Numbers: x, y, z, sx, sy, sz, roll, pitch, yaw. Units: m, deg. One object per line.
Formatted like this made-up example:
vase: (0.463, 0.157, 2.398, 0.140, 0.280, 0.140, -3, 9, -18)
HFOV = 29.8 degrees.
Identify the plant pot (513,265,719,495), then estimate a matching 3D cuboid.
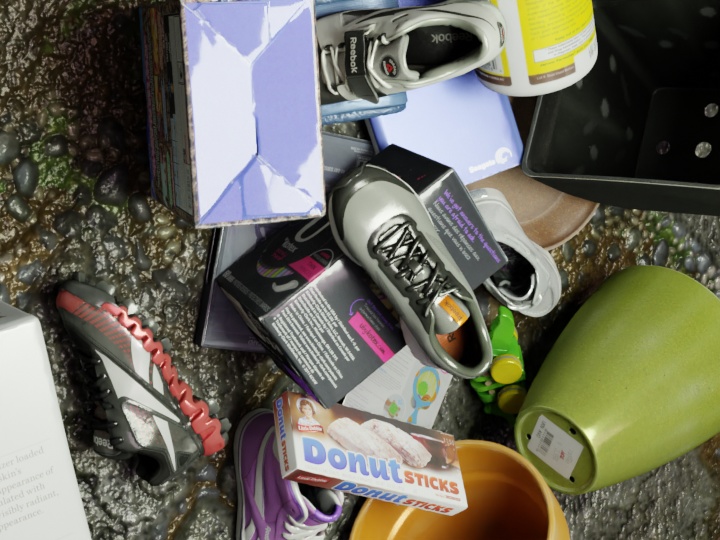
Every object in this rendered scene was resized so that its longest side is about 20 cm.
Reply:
plant pot: (0.239, 0.121, 1.281, 0.200, 0.187, 0.188, -33, 114, -38)

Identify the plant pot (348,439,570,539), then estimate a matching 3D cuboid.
plant pot: (0.115, 0.290, 1.260, 0.200, 0.200, 0.183, -51, 135, -16)

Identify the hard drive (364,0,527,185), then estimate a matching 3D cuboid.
hard drive: (0.060, -0.170, 1.211, 0.132, 0.025, 0.201, -22, 101, -15)

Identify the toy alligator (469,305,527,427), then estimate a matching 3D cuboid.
toy alligator: (0.136, 0.116, 1.319, 0.054, 0.059, 0.200, -10, 129, 8)

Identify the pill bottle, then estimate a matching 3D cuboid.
pill bottle: (0.133, -0.255, 1.128, 0.109, 0.109, 0.200, -33, 128, -25)

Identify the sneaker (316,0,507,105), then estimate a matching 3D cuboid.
sneaker: (0.015, -0.173, 1.078, 0.199, 0.089, 0.074, -13, 105, 13)

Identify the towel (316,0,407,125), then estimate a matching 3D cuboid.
towel: (-0.021, -0.226, 1.143, 0.111, 0.049, 0.201, -9, 101, -4)

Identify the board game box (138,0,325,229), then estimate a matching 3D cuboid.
board game box: (-0.102, -0.125, 1.029, 0.097, 0.200, 0.160, -6, 101, -16)

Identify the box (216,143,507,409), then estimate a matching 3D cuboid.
box: (0.000, 0.000, 1.131, 0.200, 0.122, 0.106, -38, 117, -11)

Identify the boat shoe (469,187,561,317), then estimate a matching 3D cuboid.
boat shoe: (0.143, 0.000, 1.257, 0.072, 0.069, 0.200, -18, 144, 10)

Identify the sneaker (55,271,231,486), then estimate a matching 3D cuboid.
sneaker: (-0.191, 0.095, 1.092, 0.098, 0.071, 0.201, -44, 119, -22)

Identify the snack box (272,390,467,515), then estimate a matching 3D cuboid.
snack box: (0.011, 0.158, 1.158, 0.200, 0.024, 0.072, 20, 49, -39)

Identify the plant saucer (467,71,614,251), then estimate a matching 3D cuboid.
plant saucer: (0.159, -0.118, 1.306, 0.200, 0.037, 0.201, -6, 101, -33)

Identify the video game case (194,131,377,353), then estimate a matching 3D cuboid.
video game case: (-0.063, -0.026, 1.189, 0.143, 0.019, 0.201, 8, 92, -33)

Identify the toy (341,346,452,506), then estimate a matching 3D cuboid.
toy: (0.026, 0.100, 1.242, 0.115, 0.047, 0.200, 39, 63, -39)

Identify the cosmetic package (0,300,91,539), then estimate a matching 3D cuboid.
cosmetic package: (-0.310, 0.134, 0.965, 0.165, 0.165, 0.201, -18, 107, -30)

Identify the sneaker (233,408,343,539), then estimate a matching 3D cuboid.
sneaker: (-0.056, 0.228, 1.175, 0.073, 0.114, 0.201, -20, 109, -30)

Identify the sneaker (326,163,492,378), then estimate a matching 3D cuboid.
sneaker: (0.046, 0.002, 1.039, 0.074, 0.079, 0.200, -38, 116, -8)

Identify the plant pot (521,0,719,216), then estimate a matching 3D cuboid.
plant pot: (0.293, -0.146, 1.261, 0.177, 0.199, 0.201, 30, 71, -55)
